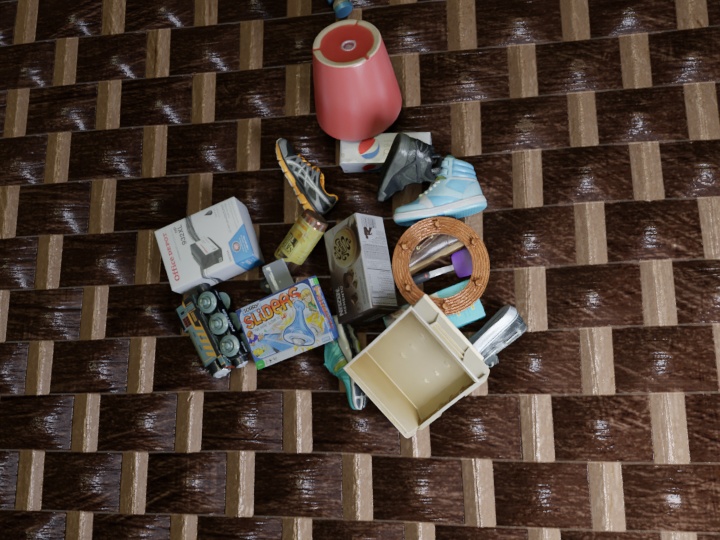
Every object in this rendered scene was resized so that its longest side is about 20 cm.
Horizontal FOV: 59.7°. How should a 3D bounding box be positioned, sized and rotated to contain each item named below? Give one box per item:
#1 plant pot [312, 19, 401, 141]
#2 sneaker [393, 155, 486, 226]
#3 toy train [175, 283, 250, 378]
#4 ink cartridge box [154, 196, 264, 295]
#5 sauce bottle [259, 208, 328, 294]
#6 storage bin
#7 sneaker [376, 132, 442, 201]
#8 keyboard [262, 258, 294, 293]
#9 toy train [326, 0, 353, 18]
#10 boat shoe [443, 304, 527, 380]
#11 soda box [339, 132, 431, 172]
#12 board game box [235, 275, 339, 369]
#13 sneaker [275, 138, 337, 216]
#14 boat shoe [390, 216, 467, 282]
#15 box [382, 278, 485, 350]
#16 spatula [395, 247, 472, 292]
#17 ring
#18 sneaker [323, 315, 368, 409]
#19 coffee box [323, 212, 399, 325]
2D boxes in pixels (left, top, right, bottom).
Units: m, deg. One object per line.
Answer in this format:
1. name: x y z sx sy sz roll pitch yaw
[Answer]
1. plant pot: -0.015 -0.406 1.317 0.197 0.178 0.203 -4 59 6
2. sneaker: 0.157 -0.171 1.327 0.197 0.080 0.132 -11 80 -2
3. toy train: -0.317 0.131 1.355 0.113 0.085 0.201 -33 78 15
4. ink cartridge box: -0.332 -0.051 1.384 0.198 0.084 0.147 -22 77 5
5. sauce bottle: -0.147 -0.036 1.342 0.066 0.066 0.201 39 103 14
6. storage bin: 0.110 0.188 1.209 0.199 0.094 0.200 47 117 4
7. sneaker: 0.099 -0.197 1.298 0.113 0.200 0.077 13 58 -11
8. keyboard: -0.146 0.075 1.331 0.056 0.011 0.202 -22 95 18
9. toy train: -0.002 -0.681 1.447 0.198 0.085 0.117 -30 87 3
10. boat shoe: 0.251 0.161 1.253 0.071 0.072 0.200 45 98 -3
11. soda box: 0.055 -0.256 1.366 0.197 0.064 0.069 0 80 10
12. board game box: -0.154 0.110 1.307 0.198 0.034 0.137 -24 86 25
13. sneaker: -0.122 -0.208 1.384 0.077 0.078 0.201 -31 87 3
14. boat shoe: 0.129 -0.041 1.313 0.198 0.070 0.071 -28 83 -5
15. box: 0.150 0.093 1.294 0.198 0.049 0.083 -22 77 5
16. spatula: 0.161 0.004 1.323 0.198 0.021 0.057 -20 79 6
17. ring: 0.163 -0.011 1.262 0.197 0.019 0.203 0 81 1
18. sneaker: -0.033 0.193 1.307 0.079 0.077 0.202 -25 70 22
19. coffee box: 0.000 0.000 1.288 0.113 0.079 0.203 -27 66 45
